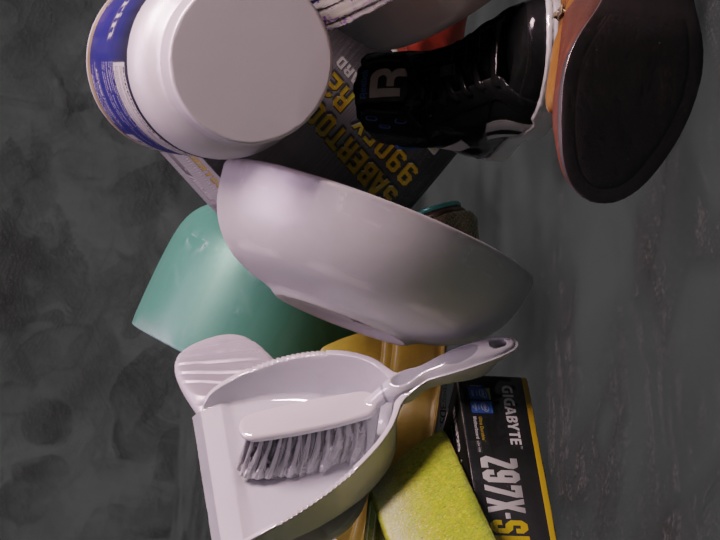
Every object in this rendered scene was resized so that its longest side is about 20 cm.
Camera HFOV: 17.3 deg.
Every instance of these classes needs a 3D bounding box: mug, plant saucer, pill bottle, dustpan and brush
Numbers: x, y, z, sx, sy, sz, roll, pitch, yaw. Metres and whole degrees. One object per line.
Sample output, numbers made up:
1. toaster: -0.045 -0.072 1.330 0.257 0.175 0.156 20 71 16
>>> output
1. mug: -0.055 0.024 1.667 0.152 0.185 0.115 23 88 62
2. plant saucer: 0.030 0.216 1.345 0.200 0.048 0.200 -113 28 -71
3. pill bottle: -0.089 -0.124 1.392 0.200 0.115 0.116 -165 80 -72
4. dustpan and brush: -0.001 0.083 1.384 0.140 0.200 0.057 -105 1 -51

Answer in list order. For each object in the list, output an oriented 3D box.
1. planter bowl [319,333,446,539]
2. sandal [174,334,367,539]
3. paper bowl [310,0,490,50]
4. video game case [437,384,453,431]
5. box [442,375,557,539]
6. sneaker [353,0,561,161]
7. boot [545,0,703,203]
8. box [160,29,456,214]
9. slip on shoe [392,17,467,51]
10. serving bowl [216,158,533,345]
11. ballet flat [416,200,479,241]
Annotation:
1. planter bowl: -0.001 0.107 1.541 0.200 0.083 0.201 -171 90 -88
2. sandal: -0.052 0.113 1.461 0.207 0.079 0.059 -128 21 -49
3. paper bowl: 0.036 -0.210 1.435 0.104 0.200 0.201 55 -178 -17
4. video game case: 0.037 0.174 1.683 0.200 0.022 0.183 123 150 -72
5. box: 0.073 0.185 1.382 0.200 0.049 0.160 -97 12 -48
6. sneaker: 0.055 -0.112 1.436 0.200 0.112 0.073 124 149 -71
7. boot: 0.115 -0.112 1.218 0.200 0.068 0.189 136 137 -77
8. box: -0.047 -0.103 1.559 0.158 0.200 0.048 -49 17 -24
9. slip on shoe: 0.050 -0.189 1.652 0.074 0.061 0.200 13 -113 -57
10. serving bowl: 0.000 0.000 1.419 0.200 0.200 0.066 168 123 -80
11. ballet flat: 0.042 -0.002 1.636 0.200 0.068 0.075 165 89 -78
